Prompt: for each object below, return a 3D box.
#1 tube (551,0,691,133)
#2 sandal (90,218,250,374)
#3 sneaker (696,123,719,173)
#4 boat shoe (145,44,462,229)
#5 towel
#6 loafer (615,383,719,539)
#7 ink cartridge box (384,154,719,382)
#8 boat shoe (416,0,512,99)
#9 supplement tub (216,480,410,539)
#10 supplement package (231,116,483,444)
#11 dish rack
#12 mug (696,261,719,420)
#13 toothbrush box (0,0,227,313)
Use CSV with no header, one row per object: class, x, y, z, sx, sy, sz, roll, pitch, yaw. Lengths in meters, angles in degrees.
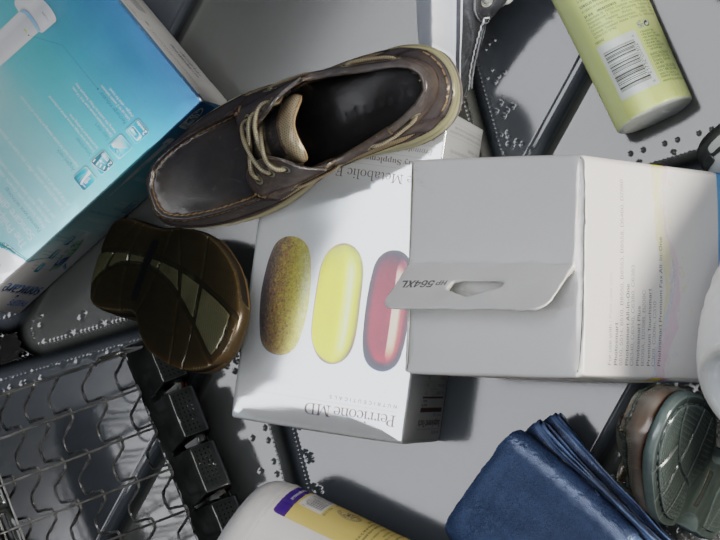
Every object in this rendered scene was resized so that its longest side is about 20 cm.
tube,0.141,-0.183,1.669,0.052,0.058,0.200,-30,79,31
sandal,-0.109,0.017,1.668,0.054,0.200,0.082,22,87,-29
sneaker,0.307,-0.067,1.608,0.200,0.076,0.116,-21,81,9
boat shoe,-0.040,-0.083,1.578,0.200,0.073,0.075,-25,81,11
towel,0.148,0.188,1.634,0.200,0.049,0.112,44,126,11
loafer,0.171,0.109,1.569,0.063,0.200,0.072,24,80,24
ink cartridge box,0.121,0.001,1.567,0.128,0.200,0.126,-1,86,40
boat shoe,0.071,-0.186,1.645,0.068,0.072,0.201,-2,120,-6
supplement tub,0.003,0.229,1.628,0.200,0.145,0.146,25,93,13
supplement package,0.000,0.000,1.658,0.113,0.110,0.201,7,89,14
dish rack,-0.177,0.134,1.671,0.199,0.055,0.154,-19,81,-23
mug,0.267,0.032,1.535,0.147,0.200,0.175,34,58,13
toothbrush box,-0.204,-0.091,1.723,0.200,0.085,0.146,-42,79,7
